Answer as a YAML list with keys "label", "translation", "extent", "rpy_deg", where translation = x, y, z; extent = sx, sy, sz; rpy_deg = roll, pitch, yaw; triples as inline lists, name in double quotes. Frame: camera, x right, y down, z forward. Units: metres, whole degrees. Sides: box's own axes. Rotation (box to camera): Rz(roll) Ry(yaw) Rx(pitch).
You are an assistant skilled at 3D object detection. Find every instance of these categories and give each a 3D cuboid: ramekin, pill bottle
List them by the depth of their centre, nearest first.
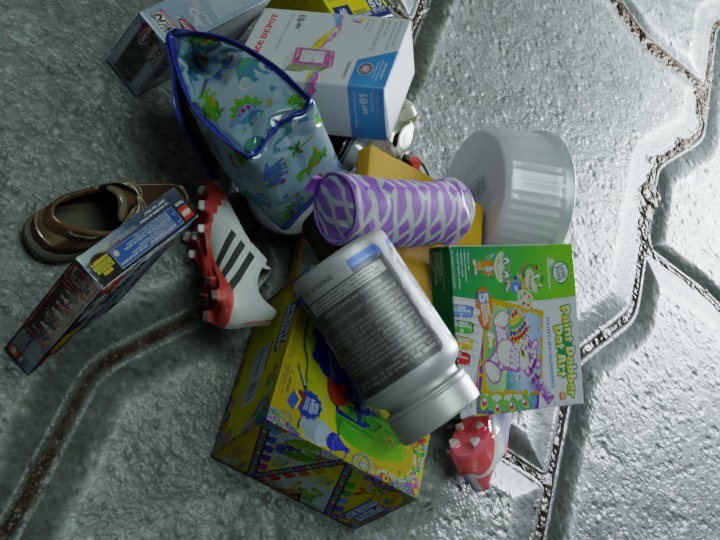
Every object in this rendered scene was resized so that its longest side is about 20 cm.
- label: "pill bottle"
  translation: [0.029, 0.069, 1.167]
  extent: [0.114, 0.114, 0.201]
  rpy_deg: [-30, 85, -44]
- label: "ramekin"
  translation: [0.187, -0.092, 1.502]
  extent: [0.097, 0.201, 0.202]
  rpy_deg: [9, 59, -24]

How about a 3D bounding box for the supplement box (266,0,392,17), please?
- label: "supplement box"
  translation: [-0.070, -0.385, 1.535]
  extent: [0.109, 0.109, 0.201]
  rpy_deg: [-26, 81, -44]

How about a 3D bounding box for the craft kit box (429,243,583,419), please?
- label: "craft kit box"
  translation: [0.177, 0.069, 1.364]
  extent: [0.197, 0.048, 0.201]
  rpy_deg: [-2, 87, -37]

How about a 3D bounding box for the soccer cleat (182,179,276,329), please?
- label: "soccer cleat"
  translation: [-0.144, -0.017, 1.271]
  extent: [0.085, 0.069, 0.201]
  rpy_deg: [9, 46, -28]

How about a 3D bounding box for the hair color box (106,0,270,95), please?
- label: "hair color box"
  translation: [-0.204, -0.296, 1.385]
  extent: [0.061, 0.099, 0.200]
  rpy_deg: [50, 46, -2]

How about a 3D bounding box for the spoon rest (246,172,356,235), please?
- label: "spoon rest"
  translation: [-0.055, -0.093, 1.406]
  extent: [0.199, 0.061, 0.100]
  rpy_deg: [-6, 68, -40]

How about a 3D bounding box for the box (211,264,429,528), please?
- label: "box"
  translation: [-0.029, 0.139, 1.245]
  extent: [0.192, 0.122, 0.201]
  rpy_deg: [31, 50, -21]

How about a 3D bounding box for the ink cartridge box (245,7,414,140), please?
- label: "ink cartridge box"
  translation: [-0.046, -0.245, 1.414]
  extent: [0.199, 0.085, 0.145]
  rpy_deg: [6, 48, 14]

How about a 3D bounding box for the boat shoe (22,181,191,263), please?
- label: "boat shoe"
  translation: [-0.259, -0.059, 1.221]
  extent: [0.199, 0.072, 0.076]
  rpy_deg: [-22, 79, -43]

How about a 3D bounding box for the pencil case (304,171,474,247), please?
- label: "pencil case"
  translation: [0.039, -0.070, 1.269]
  extent: [0.199, 0.084, 0.086]
  rpy_deg: [-1, 50, -44]

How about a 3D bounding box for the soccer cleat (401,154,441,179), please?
- label: "soccer cleat"
  translation: [0.078, -0.063, 1.473]
  extent: [0.085, 0.069, 0.201]
  rpy_deg: [26, 43, -26]

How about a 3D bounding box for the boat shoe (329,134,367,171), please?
- label: "boat shoe"
  translation: [-0.025, -0.193, 1.468]
  extent: [0.056, 0.069, 0.200]
  rpy_deg: [23, 31, -15]

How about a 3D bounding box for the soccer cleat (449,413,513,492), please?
- label: "soccer cleat"
  translation: [0.164, 0.184, 1.417]
  extent: [0.200, 0.066, 0.077]
  rpy_deg: [-55, 132, -48]

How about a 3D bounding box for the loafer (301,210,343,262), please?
- label: "loafer"
  translation: [0.000, 0.000, 1.352]
  extent: [0.201, 0.069, 0.075]
  rpy_deg: [58, 44, -14]

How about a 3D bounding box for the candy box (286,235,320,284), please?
- label: "candy box"
  translation: [0.001, 0.042, 1.391]
  extent: [0.199, 0.026, 0.103]
  rpy_deg: [29, 47, -21]

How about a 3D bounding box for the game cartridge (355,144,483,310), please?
- label: "game cartridge"
  translation: [0.067, -0.032, 1.362]
  extent: [0.199, 0.032, 0.177]
  rpy_deg: [25, 60, -35]

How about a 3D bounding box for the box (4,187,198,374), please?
- label: "box"
  translation: [-0.251, 0.012, 1.095]
  extent: [0.040, 0.200, 0.137]
  rpy_deg: [48, 47, -2]

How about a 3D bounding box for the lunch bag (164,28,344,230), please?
- label: "lunch bag"
  translation: [-0.134, -0.168, 1.288]
  extent: [0.127, 0.170, 0.200]
  rpy_deg: [-41, 64, -10]

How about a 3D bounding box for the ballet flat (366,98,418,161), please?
- label: "ballet flat"
  translation: [0.041, -0.190, 1.509]
  extent: [0.068, 0.067, 0.201]
  rpy_deg: [55, 27, -34]
